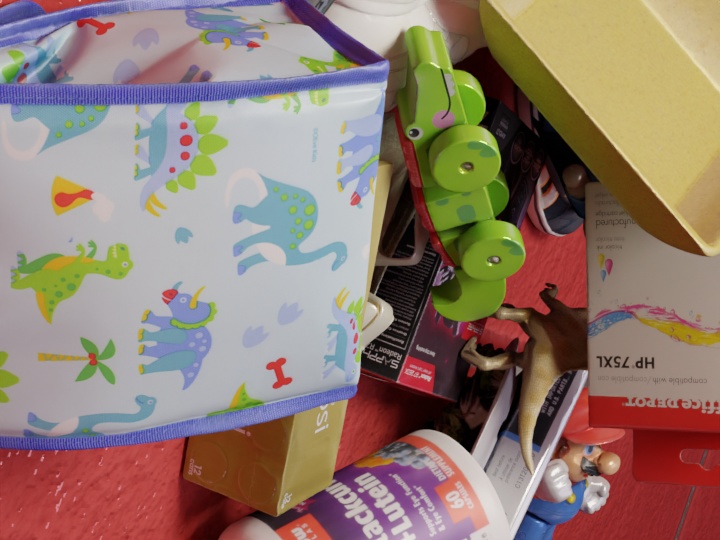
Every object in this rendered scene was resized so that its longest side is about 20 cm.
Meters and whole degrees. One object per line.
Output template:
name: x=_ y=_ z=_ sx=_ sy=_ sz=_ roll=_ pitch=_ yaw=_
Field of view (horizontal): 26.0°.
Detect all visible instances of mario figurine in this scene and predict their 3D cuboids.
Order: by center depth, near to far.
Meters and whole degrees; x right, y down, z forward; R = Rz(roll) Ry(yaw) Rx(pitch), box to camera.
mario figurine: x=0.189 y=0.197 z=1.390 sx=0.124 sy=0.106 sz=0.201 roll=-96 pitch=-162 yaw=-62

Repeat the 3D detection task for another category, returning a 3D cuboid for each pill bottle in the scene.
pill bottle: x=-0.017 y=0.182 z=0.926 sx=0.199 sy=0.111 sz=0.112 roll=-24 pitch=132 yaw=-28

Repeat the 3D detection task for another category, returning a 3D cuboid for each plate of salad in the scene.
plate of salad: x=0.063 y=0.135 z=1.147 sx=0.201 sy=0.048 sz=0.200 roll=-64 pitch=177 yaw=-5

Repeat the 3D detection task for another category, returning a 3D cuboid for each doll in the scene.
doll: x=0.144 y=-0.100 z=1.065 sx=0.200 sy=0.048 sz=0.137 roll=62 pitch=26 yaw=-20

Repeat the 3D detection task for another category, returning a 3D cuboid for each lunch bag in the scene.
lunch bag: x=-0.102 y=-0.020 z=0.661 sx=0.199 sy=0.127 sz=0.171 roll=-13 pitch=123 yaw=-27

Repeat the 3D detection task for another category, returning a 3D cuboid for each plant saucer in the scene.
plant saucer: x=0.166 y=-0.119 z=0.931 sx=0.048 sy=0.200 sz=0.200 roll=-38 pitch=-176 yaw=45

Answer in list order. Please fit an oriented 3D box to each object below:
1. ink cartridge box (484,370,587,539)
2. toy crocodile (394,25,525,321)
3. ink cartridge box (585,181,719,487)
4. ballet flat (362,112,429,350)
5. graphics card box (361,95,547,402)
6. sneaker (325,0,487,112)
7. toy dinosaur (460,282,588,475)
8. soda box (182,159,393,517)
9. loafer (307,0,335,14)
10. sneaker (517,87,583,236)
ink cartridge box: x=0.099 y=0.168 z=1.177 sx=0.199 sy=0.043 sz=0.200 roll=-63 pitch=176 yaw=-15
toy crocodile: x=0.051 y=-0.051 z=0.884 sx=0.200 sy=0.061 sz=0.068 roll=69 pitch=8 yaw=-47
ink cartridge box: x=0.210 y=0.042 z=1.000 sx=0.067 sy=0.116 sz=0.201 roll=0 pitch=88 yaw=-54
ballet flat: x=0.000 y=0.000 z=0.940 sx=0.067 sy=0.062 sz=0.201 roll=25 pitch=85 yaw=-64
graphics card box: x=0.060 y=-0.014 z=1.064 sx=0.125 sy=0.051 sz=0.201 roll=27 pitch=82 yaw=-65
sneaker: x=0.019 y=-0.138 z=0.897 sx=0.200 sy=0.075 sz=0.100 roll=-9 pitch=129 yaw=-57
toy dinosaur: x=0.123 y=0.051 z=1.058 sx=0.200 sy=0.101 sz=0.058 roll=-42 pitch=145 yaw=-50
soda box: x=-0.041 y=0.030 z=0.872 sx=0.064 sy=0.068 sz=0.201 roll=-21 pitch=125 yaw=-59
loafer: x=-0.052 y=-0.140 z=0.737 sx=0.072 sy=0.073 sz=0.201 roll=2 pitch=104 yaw=-59
sneaker: x=0.172 y=-0.087 z=1.205 sx=0.079 sy=0.079 sz=0.200 roll=-59 pitch=153 yaw=-25
